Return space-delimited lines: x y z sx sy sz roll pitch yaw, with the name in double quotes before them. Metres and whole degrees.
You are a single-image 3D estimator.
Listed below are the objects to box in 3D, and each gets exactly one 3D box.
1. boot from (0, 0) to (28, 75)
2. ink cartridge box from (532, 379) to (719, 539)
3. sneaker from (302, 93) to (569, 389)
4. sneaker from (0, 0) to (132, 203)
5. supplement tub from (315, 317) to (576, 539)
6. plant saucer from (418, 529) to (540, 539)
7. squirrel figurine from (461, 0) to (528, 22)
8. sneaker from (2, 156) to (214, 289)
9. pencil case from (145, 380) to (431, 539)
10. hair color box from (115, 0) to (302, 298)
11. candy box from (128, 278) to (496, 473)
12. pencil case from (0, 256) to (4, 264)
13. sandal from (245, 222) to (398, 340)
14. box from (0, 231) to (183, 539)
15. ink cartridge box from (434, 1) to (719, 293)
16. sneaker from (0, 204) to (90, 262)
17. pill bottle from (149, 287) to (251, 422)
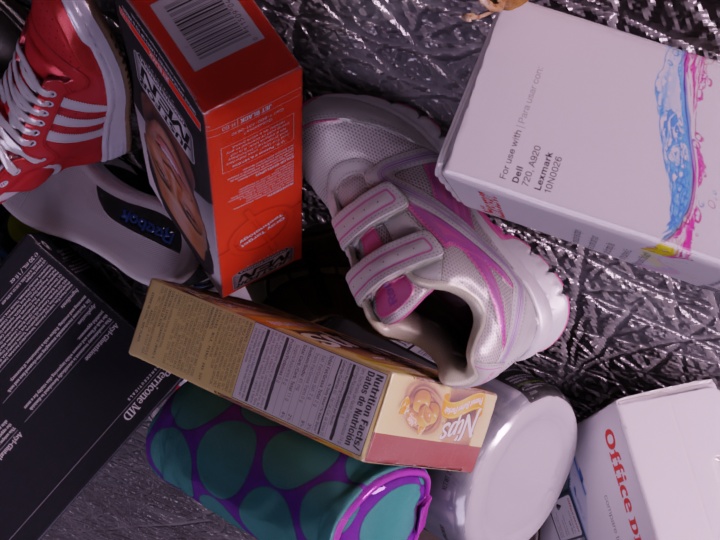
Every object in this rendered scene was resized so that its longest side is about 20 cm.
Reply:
"boot" -0.286 -0.148 0.809 0.199 0.097 0.075 30 151 -12
"ink cartridge box" 0.189 0.178 0.943 0.085 0.147 0.200 -7 161 -19
"sneaker" 0.028 -0.016 0.756 0.200 0.088 0.081 45 132 2
"sneaker" -0.196 -0.100 0.780 0.071 0.112 0.200 62 165 15
"supplement tub" 0.037 0.101 0.922 0.199 0.123 0.123 24 159 39
"plant saucer" 0.064 0.171 1.027 0.032 0.201 0.200 -11 -178 -44
"squirrel figurine" 0.029 -0.186 0.486 0.200 0.142 0.187 39 163 1
"sneaker" -0.169 -0.043 0.934 0.200 0.073 0.112 35 -173 22
"pencil case" -0.047 0.131 0.855 0.199 0.086 0.092 20 -172 43
"hair color box" -0.082 -0.078 0.763 0.102 0.061 0.200 55 163 23
"candy box" -0.031 0.063 0.820 0.199 0.056 0.115 18 -179 38
"pencil case" -0.361 -0.018 1.116 0.090 0.084 0.200 15 162 -31
"sandal" 0.000 0.000 0.886 0.199 0.054 0.081 -2 111 46
"box" -0.231 0.094 0.915 0.141 0.200 0.079 42 -178 -2
"ink cartridge box" 0.145 -0.043 0.609 0.199 0.084 0.145 19 180 9
"sneaker" -0.290 -0.061 1.014 0.200 0.066 0.078 41 158 -29
"pill bottle" -0.119 0.077 1.063 0.110 0.111 0.200 24 153 -1
